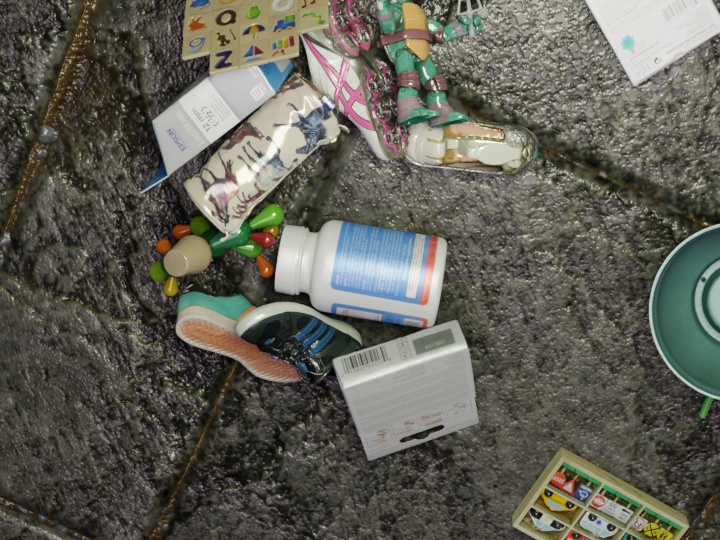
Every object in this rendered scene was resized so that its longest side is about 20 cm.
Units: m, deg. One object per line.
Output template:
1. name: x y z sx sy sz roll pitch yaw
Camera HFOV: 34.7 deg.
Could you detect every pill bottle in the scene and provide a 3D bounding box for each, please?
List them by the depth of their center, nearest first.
1. pill bottle: 0.000 0.000 1.394 0.197 0.112 0.114 10 112 1

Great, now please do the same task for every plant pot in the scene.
1. plant pot: 0.442 0.042 1.340 0.198 0.134 0.203 2 95 19

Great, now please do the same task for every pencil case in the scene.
1. pencil case: -0.109 -0.127 1.304 0.200 0.078 0.089 -45 77 -4

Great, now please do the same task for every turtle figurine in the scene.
1. turtle figurine: 0.066 -0.265 1.294 0.148 0.100 0.203 -7 87 -34

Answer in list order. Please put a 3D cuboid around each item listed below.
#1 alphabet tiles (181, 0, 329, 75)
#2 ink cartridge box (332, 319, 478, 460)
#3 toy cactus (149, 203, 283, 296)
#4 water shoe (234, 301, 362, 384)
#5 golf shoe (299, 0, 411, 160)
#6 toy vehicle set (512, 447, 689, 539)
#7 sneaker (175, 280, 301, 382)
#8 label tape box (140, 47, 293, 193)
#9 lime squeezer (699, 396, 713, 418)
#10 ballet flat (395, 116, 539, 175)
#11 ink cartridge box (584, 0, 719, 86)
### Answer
1. alphabet tiles: -0.115 -0.294 1.261 0.164 0.202 0.006 -11 142 10
2. ink cartridge box: 0.061 0.152 1.442 0.161 0.058 0.201 -18 149 -1
3. toy cactus: -0.185 -0.018 1.378 0.198 0.165 0.104 -13 99 21
4. water shoe: -0.064 0.094 1.403 0.199 0.080 0.071 15 137 -43
5. golf shoe: -0.010 -0.216 1.335 0.092 0.072 0.202 -22 95 40
6. toy vehicle set: 0.318 0.333 1.536 0.198 0.027 0.125 28 111 -5
7. sneaker: -0.142 0.073 1.463 0.199 0.081 0.071 29 129 -28
8. label tape box: -0.179 -0.186 1.324 0.199 0.144 0.066 -33 106 16
9. lime squeezer: 0.485 0.104 1.434 0.200 0.038 0.070 -41 133 17
10. ballet flat: 0.112 -0.149 1.350 0.197 0.072 0.073 6 112 4
11. ink cartridge box: 0.305 -0.323 1.279 0.119 0.042 0.201 -30 108 16
